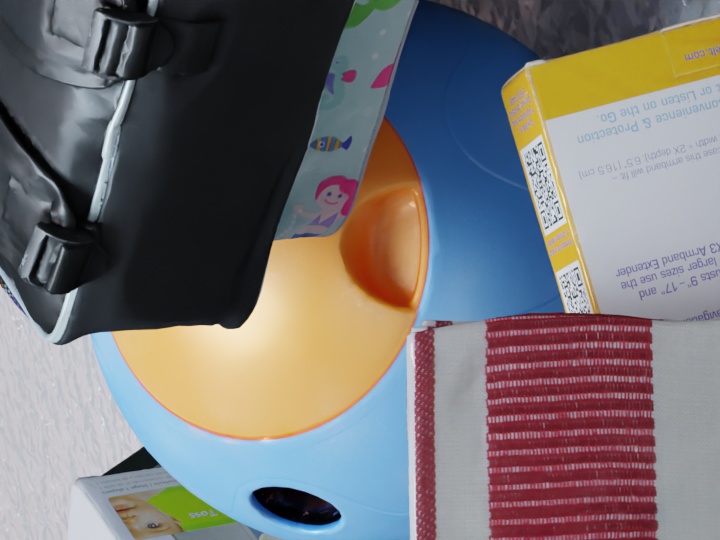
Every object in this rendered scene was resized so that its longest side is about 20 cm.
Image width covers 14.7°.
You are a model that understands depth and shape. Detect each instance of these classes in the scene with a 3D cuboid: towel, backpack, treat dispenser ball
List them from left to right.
[{"bbox_3d":[-0.080,-0.097,0.860,0.200,0.150,0.178,43,130,35],"label":"backpack"},{"bbox_3d":[0.000,0.000,1.007,0.201,0.201,0.201,40,137,51],"label":"treat dispenser ball"},{"bbox_3d":[0.111,0.085,0.802,0.023,0.200,0.144,134,136,-76],"label":"towel"}]

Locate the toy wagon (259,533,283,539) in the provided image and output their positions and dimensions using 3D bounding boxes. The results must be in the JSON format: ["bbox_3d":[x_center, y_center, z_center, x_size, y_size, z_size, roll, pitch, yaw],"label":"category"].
[{"bbox_3d":[0.015,0.120,1.038,0.155,0.200,0.040,-86,-8,-62],"label":"toy wagon"}]

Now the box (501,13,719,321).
[{"bbox_3d":[0.128,0.021,0.847,0.041,0.119,0.200,150,105,-78],"label":"box"}]

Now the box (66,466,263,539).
[{"bbox_3d":[-0.032,0.169,1.102,0.200,0.112,0.102,48,137,49],"label":"box"}]

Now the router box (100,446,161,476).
[{"bbox_3d":[-0.070,0.179,1.329,0.149,0.051,0.200,51,164,17],"label":"router box"}]
